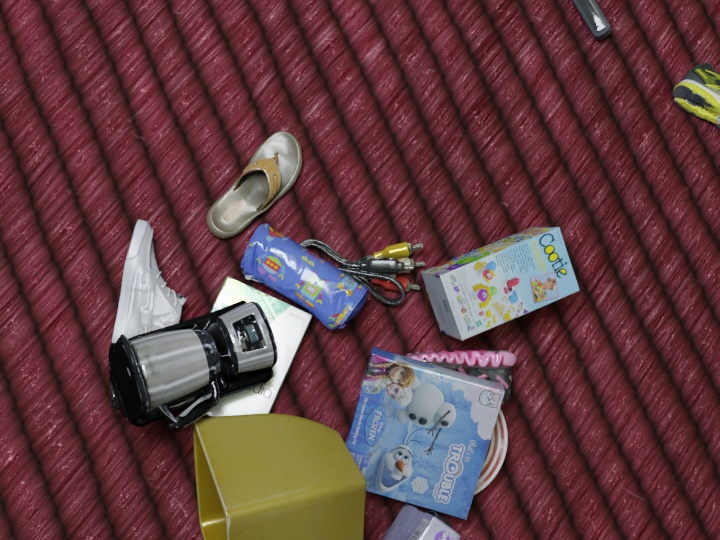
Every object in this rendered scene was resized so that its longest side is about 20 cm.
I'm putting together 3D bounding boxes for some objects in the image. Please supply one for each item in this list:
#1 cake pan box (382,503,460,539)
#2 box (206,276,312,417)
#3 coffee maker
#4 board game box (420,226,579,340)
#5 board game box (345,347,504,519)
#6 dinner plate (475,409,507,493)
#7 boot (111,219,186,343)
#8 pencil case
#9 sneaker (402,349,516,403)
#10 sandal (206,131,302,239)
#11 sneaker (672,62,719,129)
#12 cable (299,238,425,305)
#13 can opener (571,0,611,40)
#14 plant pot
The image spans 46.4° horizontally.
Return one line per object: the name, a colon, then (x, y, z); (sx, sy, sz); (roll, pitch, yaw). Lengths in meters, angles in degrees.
cake pan box: (0.047, 0.414, 1.141); (0.052, 0.184, 0.201); (35, 75, -3)
box: (-0.175, 0.128, 1.248); (0.143, 0.036, 0.201); (24, 75, -2)
coffee maker: (-0.234, 0.122, 1.154); (0.199, 0.192, 0.136); (-16, 100, -29)
board game box: (0.210, 0.016, 1.276); (0.199, 0.103, 0.106); (-21, 97, -11)
board game box: (0.085, 0.234, 1.210); (0.197, 0.043, 0.202); (15, 100, 1)
dinner plate: (0.117, 0.245, 1.242); (0.198, 0.024, 0.202); (0, 97, 4)
boot: (-0.304, 0.031, 1.242); (0.095, 0.074, 0.202); (9, 85, -11)
pencil case: (-0.088, 0.013, 1.254); (0.199, 0.078, 0.087); (31, 86, 5)
sneaker: (0.140, 0.167, 1.267); (0.198, 0.079, 0.096); (1, 89, -6)
sandal: (-0.160, -0.133, 1.295); (0.080, 0.054, 0.200); (40, 76, 2)
sneaker: (0.631, -0.281, 1.417); (0.199, 0.074, 0.085); (33, 76, 1)
cable: (0.000, 0.000, 1.307); (0.198, 0.050, 0.098); (4, 95, 6)
can opener: (0.359, -0.479, 1.444); (0.066, 0.053, 0.201); (-36, 82, 22)
plant pot: (-0.102, 0.307, 1.117); (0.198, 0.194, 0.197); (-9, 120, -20)
